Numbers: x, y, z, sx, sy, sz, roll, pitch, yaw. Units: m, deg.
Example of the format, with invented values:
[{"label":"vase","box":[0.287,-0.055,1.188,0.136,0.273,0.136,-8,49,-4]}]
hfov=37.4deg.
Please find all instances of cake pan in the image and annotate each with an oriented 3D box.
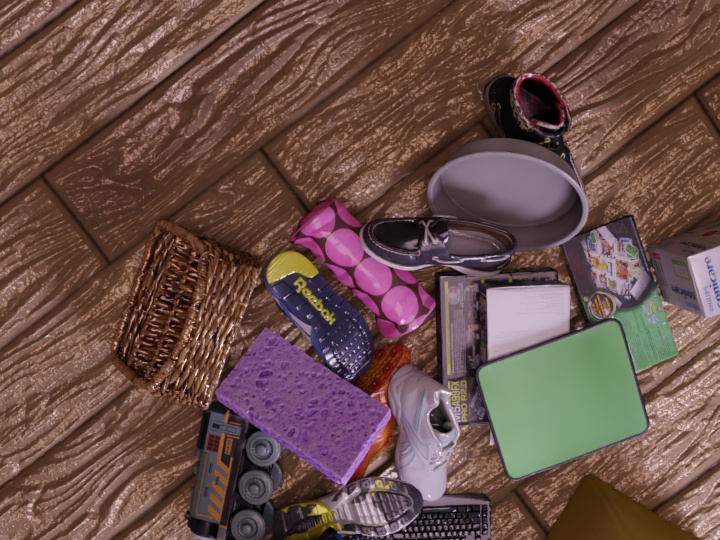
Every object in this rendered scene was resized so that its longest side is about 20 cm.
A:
[{"label":"cake pan","box":[0.183,-0.094,1.316,0.199,0.200,0.037,18,58,-6]}]

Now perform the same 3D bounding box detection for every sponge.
[{"label":"sponge","box":[-0.071,0.168,1.331,0.199,0.030,0.112,31,65,16]}]

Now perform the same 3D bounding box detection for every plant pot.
[{"label":"plant pot","box":[0.347,0.421,1.380,0.199,0.176,0.201,31,94,-7]}]

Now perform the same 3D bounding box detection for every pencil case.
[{"label":"pencil case","box":[0.000,0.000,1.352,0.200,0.091,0.094,47,131,-8]}]

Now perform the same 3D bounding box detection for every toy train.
[{"label":"toy train","box":[-0.161,0.264,1.376,0.113,0.085,0.201,12,97,7]}]

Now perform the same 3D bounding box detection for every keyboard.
[{"label":"keyboard","box":[0.078,0.366,1.432,0.198,0.021,0.128,-1,96,-3]}]

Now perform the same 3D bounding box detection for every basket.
[{"label":"basket","box":[-0.222,0.055,1.312,0.148,0.143,0.201,22,94,-7]}]

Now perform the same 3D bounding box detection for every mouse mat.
[{"label":"mouse mat","box":[0.255,0.163,1.335,0.199,0.008,0.162,-19,100,-4]}]

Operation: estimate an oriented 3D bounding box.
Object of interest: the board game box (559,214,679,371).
[{"label":"board game box","box":[0.344,0.037,1.413,0.104,0.023,0.201,-20,97,-4]}]

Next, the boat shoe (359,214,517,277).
[{"label":"boat shoe","box":[0.099,-0.036,1.321,0.199,0.060,0.074,12,60,-16]}]

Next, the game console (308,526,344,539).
[{"label":"game console","box":[-0.038,0.420,1.334,0.118,0.200,0.170,-41,55,-17]}]

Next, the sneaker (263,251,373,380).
[{"label":"sneaker","box":[-0.054,0.053,1.362,0.074,0.082,0.200,-39,108,-14]}]

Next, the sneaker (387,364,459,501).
[{"label":"sneaker","box":[0.087,0.220,1.362,0.070,0.080,0.201,-31,124,-34]}]

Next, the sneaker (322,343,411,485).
[{"label":"sneaker","box":[0.015,0.188,1.393,0.077,0.073,0.201,25,96,-31]}]

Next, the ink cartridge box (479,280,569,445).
[{"label":"ink cartridge box","box":[0.209,0.116,1.354,0.108,0.050,0.202,-2,97,-6]}]

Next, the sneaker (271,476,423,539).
[{"label":"sneaker","box":[-0.015,0.308,1.377,0.199,0.085,0.075,-13,84,9]}]

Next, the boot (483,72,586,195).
[{"label":"boot","box":[0.229,-0.155,1.316,0.073,0.154,0.204,-32,97,-1]}]

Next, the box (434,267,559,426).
[{"label":"box","box":[0.181,0.099,1.397,0.159,0.044,0.202,-3,96,-3]}]

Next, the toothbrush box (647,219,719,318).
[{"label":"toothbrush box","box":[0.492,-0.020,1.356,0.199,0.146,0.087,-21,98,-1]}]
